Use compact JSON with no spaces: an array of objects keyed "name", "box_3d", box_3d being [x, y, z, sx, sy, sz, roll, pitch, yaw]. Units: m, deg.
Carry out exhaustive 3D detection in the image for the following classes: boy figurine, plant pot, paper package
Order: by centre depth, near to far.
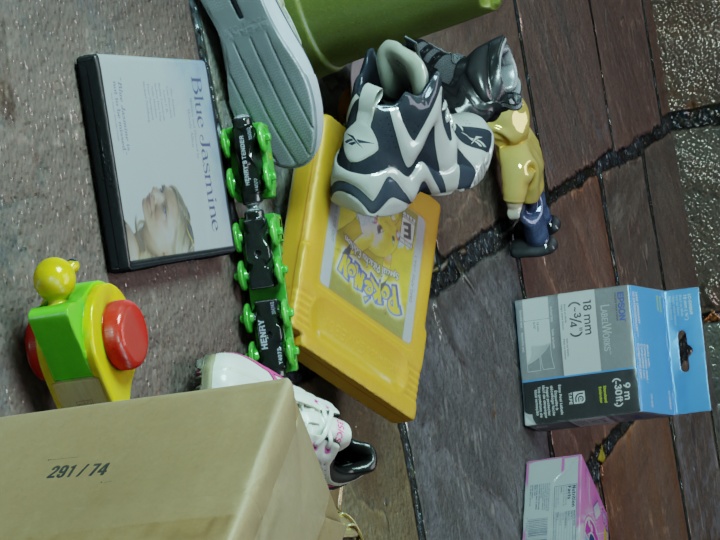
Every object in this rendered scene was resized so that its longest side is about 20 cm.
[{"name":"paper package","box_3d":[-0.128,0.158,1.149,0.191,0.198,0.104,-70,146,-54]},{"name":"plant pot","box_3d":[0.013,-0.256,1.787,0.200,0.188,0.202,-9,90,-73]},{"name":"boy figurine","box_3d":[0.171,-0.108,2.417,0.125,0.064,0.201,-76,151,-49]}]

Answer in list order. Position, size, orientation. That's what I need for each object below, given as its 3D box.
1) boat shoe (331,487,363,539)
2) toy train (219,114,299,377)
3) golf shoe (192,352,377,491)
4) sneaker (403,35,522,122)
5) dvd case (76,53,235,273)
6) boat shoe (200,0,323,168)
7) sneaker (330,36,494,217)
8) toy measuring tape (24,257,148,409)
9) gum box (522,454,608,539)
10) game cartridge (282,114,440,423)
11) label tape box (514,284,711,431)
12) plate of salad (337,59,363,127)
[{"name":"boat shoe","box_3d":[-0.028,0.218,1.646,0.201,0.066,0.074,-80,155,-45]},{"name":"toy train","box_3d":[-0.074,-0.017,1.657,0.056,0.041,0.202,8,75,-83]},{"name":"golf shoe","box_3d":[-0.055,0.105,1.576,0.200,0.091,0.073,45,41,-60]},{"name":"sneaker","box_3d":[0.082,-0.183,2.015,0.201,0.113,0.076,-115,179,-48]},{"name":"dvd case","box_3d":[-0.137,-0.075,1.517,0.200,0.017,0.144,-13,94,-73]},{"name":"boat shoe","box_3d":[-0.072,-0.177,1.679,0.062,0.071,0.201,-61,137,-59]},{"name":"sneaker","box_3d":[0.051,-0.131,1.776,0.198,0.079,0.131,-21,127,-46]},{"name":"toy measuring tape","box_3d":[-0.151,0.072,1.327,0.074,0.073,0.201,-72,149,-54]},{"name":"gum box","box_3d":[0.221,0.306,2.380,0.114,0.066,0.201,63,26,-44]},{"name":"game cartridge","box_3d":[0.000,0.000,1.793,0.176,0.032,0.201,36,52,-45]},{"name":"label tape box","box_3d":[0.277,0.093,2.433,0.063,0.198,0.145,30,53,-67]},{"name":"plate of salad","box_3d":[0.015,-0.092,1.952,0.200,0.048,0.202,-15,90,-79]}]
